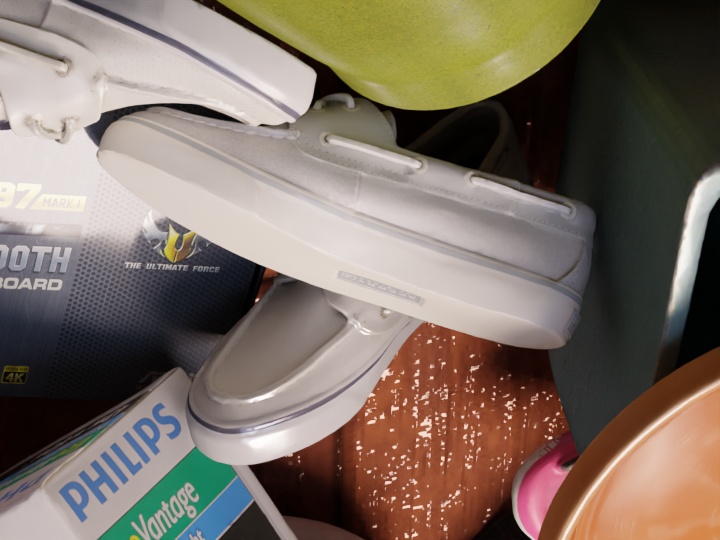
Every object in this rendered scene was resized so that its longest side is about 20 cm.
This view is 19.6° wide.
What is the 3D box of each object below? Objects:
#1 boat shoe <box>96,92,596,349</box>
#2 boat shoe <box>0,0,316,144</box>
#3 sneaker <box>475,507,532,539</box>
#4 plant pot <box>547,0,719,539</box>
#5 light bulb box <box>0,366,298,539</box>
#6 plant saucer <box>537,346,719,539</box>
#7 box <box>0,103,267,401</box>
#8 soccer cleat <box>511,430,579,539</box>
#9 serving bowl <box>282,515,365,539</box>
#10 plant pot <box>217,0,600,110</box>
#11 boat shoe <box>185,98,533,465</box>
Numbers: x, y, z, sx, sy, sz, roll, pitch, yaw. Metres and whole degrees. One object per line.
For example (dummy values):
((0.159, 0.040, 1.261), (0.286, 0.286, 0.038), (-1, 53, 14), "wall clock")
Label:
((-0.002, -0.032, 0.819), (0.199, 0.069, 0.072), (18, 165, 2), "boat shoe")
((-0.118, -0.081, 0.770), (0.199, 0.071, 0.070), (20, 87, -6), "boat shoe")
((0.102, 0.203, 1.102), (0.120, 0.084, 0.200), (24, 122, -28), "sneaker")
((0.174, -0.025, 0.879), (0.195, 0.200, 0.197), (-6, 128, -16), "plant pot")
((-0.116, 0.183, 0.894), (0.198, 0.125, 0.201), (-30, 96, 30), "light bulb box")
((0.160, 0.097, 0.817), (0.199, 0.032, 0.201), (-10, 128, -13), "plant saucer")
((-0.136, -0.021, 0.866), (0.199, 0.051, 0.158), (4, 124, -24), "box")
((0.153, 0.097, 1.035), (0.199, 0.086, 0.070), (-6, 105, -24), "soccer cleat")
((-0.063, 0.194, 1.049), (0.199, 0.066, 0.201), (-11, 129, -13), "serving bowl")
((0.002, -0.160, 0.736), (0.200, 0.201, 0.193), (-34, 142, 8), "plant pot")
((0.000, 0.000, 0.882), (0.200, 0.072, 0.066), (-37, 137, -23), "boat shoe")
